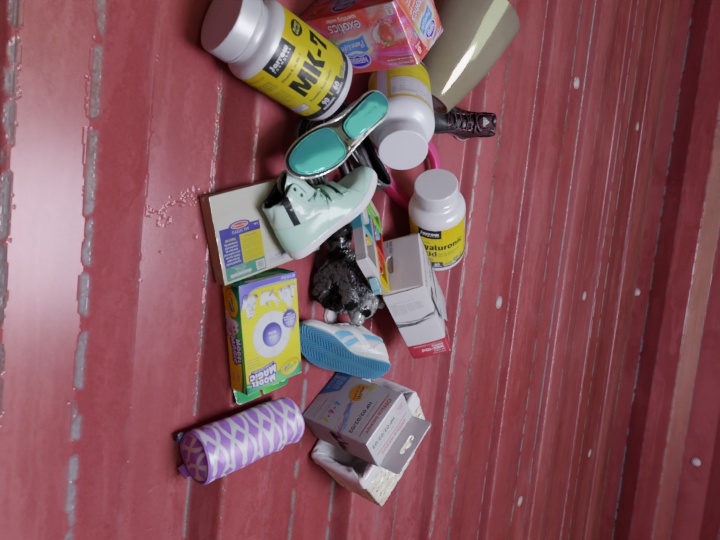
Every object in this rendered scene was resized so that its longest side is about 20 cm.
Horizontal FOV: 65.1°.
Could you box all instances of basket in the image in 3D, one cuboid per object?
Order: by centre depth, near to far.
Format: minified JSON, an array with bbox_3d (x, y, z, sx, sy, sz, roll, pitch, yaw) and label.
[{"bbox_3d":[0.026,0.324,1.080,0.200,0.135,0.124,-53,135,-27],"label":"basket"}]

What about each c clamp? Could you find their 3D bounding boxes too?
[{"bbox_3d":[-0.048,-0.190,0.963,0.171,0.027,0.201,-61,140,-34],"label":"c clamp"}]

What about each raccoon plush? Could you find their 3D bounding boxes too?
[{"bbox_3d":[0.000,0.000,1.001,0.134,0.096,0.202,2,107,-56],"label":"raccoon plush"}]

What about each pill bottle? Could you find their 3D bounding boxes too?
[{"bbox_3d":[-0.115,-0.304,0.797,0.199,0.114,0.115,19,83,-46],"label":"pill bottle"},{"bbox_3d":[0.068,-0.269,0.961,0.112,0.111,0.201,47,33,-43],"label":"pill bottle"},{"bbox_3d":[0.150,-0.099,1.109,0.112,0.111,0.201,-54,153,-27],"label":"pill bottle"}]

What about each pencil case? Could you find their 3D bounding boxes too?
[{"bbox_3d":[-0.179,0.261,0.871,0.199,0.084,0.086,-9,140,-46],"label":"pencil case"}]

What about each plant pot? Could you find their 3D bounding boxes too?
[{"bbox_3d":[0.175,-0.413,1.082,0.187,0.187,0.201,30,88,-48],"label":"plant pot"}]

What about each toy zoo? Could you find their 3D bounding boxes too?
[{"bbox_3d":[0.016,-0.047,0.973,0.131,0.020,0.201,53,26,-57],"label":"toy zoo"}]

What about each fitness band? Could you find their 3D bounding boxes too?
[{"bbox_3d":[0.096,-0.206,1.124,0.200,0.037,0.145,36,71,-46],"label":"fitness band"}]

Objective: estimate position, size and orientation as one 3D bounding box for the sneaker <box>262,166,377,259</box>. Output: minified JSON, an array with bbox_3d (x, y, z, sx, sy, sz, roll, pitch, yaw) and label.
[{"bbox_3d":[-0.061,-0.124,0.875,0.200,0.074,0.119,-45,129,-18],"label":"sneaker"}]

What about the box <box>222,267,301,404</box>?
[{"bbox_3d":[-0.152,0.107,0.894,0.117,0.048,0.202,-17,112,-46],"label":"box"}]

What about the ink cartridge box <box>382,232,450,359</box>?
[{"bbox_3d":[0.108,0.051,1.099,0.148,0.082,0.201,-90,159,-45],"label":"ink cartridge box"}]

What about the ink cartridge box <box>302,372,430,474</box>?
[{"bbox_3d":[0.010,0.262,0.996,0.115,0.199,0.068,-49,131,-31],"label":"ink cartridge box"}]

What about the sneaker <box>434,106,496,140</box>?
[{"bbox_3d":[0.221,-0.320,1.183,0.199,0.115,0.076,-4,101,-49],"label":"sneaker"}]

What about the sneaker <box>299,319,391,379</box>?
[{"bbox_3d":[-0.036,0.131,1.018,0.199,0.081,0.077,28,121,-32],"label":"sneaker"}]

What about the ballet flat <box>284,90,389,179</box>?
[{"bbox_3d":[-0.038,-0.203,0.866,0.200,0.069,0.070,-42,128,-16],"label":"ballet flat"}]

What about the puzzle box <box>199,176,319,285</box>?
[{"bbox_3d":[-0.149,-0.071,0.876,0.199,0.025,0.134,-24,115,-44],"label":"puzzle box"}]

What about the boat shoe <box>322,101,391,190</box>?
[{"bbox_3d":[-0.002,-0.215,0.955,0.067,0.057,0.200,-64,142,-30],"label":"boat shoe"}]

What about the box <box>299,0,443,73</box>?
[{"bbox_3d":[0.010,-0.371,0.863,0.095,0.199,0.103,-57,136,-27],"label":"box"}]
